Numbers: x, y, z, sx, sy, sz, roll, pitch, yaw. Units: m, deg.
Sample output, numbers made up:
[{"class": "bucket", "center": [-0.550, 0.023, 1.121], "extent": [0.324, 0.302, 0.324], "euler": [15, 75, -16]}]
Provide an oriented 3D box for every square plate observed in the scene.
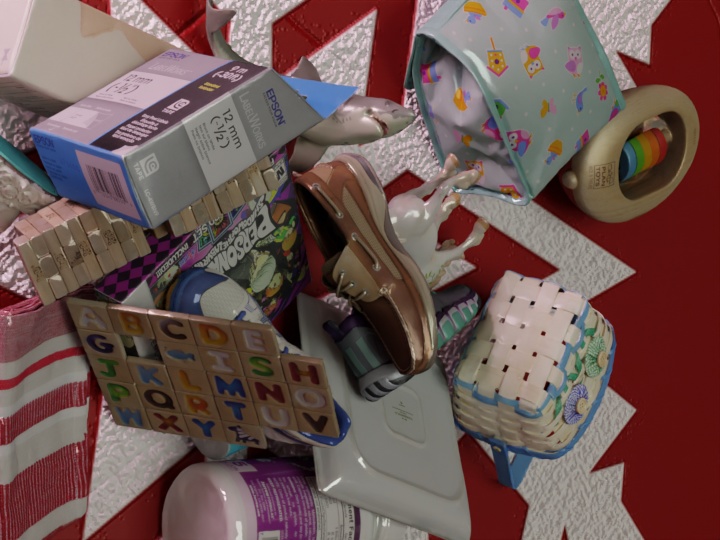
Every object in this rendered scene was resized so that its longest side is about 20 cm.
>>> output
[{"class": "square plate", "center": [0.027, 0.129, 1.530], "extent": [0.200, 0.028, 0.198], "euler": [27, 44, -42]}]

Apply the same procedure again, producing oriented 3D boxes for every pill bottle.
[{"class": "pill bottle", "center": [-0.061, 0.215, 1.483], "extent": [0.200, 0.112, 0.112], "euler": [2, 92, -40]}]

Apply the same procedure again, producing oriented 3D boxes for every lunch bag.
[{"class": "lunch bag", "center": [0.135, -0.189, 1.608], "extent": [0.170, 0.122, 0.200], "euler": [-45, 125, -27]}]

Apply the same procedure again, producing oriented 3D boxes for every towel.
[{"class": "towel", "center": [-0.243, 0.116, 1.322], "extent": [0.144, 0.023, 0.200], "euler": [-31, 126, -71]}]

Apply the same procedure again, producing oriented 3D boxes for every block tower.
[{"class": "block tower", "center": [-0.166, -0.048, 1.304], "extent": [0.200, 0.058, 0.054], "euler": [-28, 114, -16]}]

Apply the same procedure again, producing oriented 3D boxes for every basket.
[{"class": "basket", "center": [0.166, 0.106, 1.655], "extent": [0.177, 0.139, 0.200], "euler": [-65, 162, -17]}]

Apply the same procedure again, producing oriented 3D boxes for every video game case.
[{"class": "video game case", "center": [-0.123, 0.010, 1.414], "extent": [0.200, 0.036, 0.181], "euler": [-47, 150, -27]}]

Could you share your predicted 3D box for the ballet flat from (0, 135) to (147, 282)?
[{"class": "ballet flat", "center": [-0.250, -0.044, 1.340], "extent": [0.200, 0.072, 0.072], "euler": [36, 71, -35]}]

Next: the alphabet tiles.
[{"class": "alphabet tiles", "center": [-0.117, 0.087, 1.342], "extent": [0.167, 0.200, 0.008], "euler": [79, 23, -50]}]

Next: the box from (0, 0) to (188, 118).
[{"class": "box", "center": [-0.202, -0.150, 1.351], "extent": [0.200, 0.095, 0.078], "euler": [23, 79, -40]}]

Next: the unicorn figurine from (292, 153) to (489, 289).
[{"class": "unicorn figurine", "center": [0.046, -0.044, 1.559], "extent": [0.137, 0.074, 0.200], "euler": [-40, 130, -17]}]

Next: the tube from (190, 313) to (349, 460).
[{"class": "tube", "center": [-0.064, 0.106, 1.514], "extent": [0.200, 0.050, 0.078], "euler": [-24, 108, -45]}]

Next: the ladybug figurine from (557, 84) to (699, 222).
[{"class": "ladybug figurine", "center": [0.263, -0.121, 1.739], "extent": [0.200, 0.072, 0.136], "euler": [-20, 120, -41]}]

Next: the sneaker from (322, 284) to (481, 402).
[{"class": "sneaker", "center": [0.040, 0.036, 1.534], "extent": [0.088, 0.074, 0.200], "euler": [53, 32, -2]}]

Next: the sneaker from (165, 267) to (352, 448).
[{"class": "sneaker", "center": [-0.074, 0.069, 1.371], "extent": [0.075, 0.088, 0.200], "euler": [-57, 132, -20]}]

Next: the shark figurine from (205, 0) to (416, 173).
[{"class": "shark figurine", "center": [-0.068, -0.172, 1.487], "extent": [0.214, 0.128, 0.090], "euler": [33, 46, -18]}]

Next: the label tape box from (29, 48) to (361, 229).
[{"class": "label tape box", "center": [-0.121, -0.116, 1.265], "extent": [0.200, 0.143, 0.066], "euler": [-36, 120, -25]}]

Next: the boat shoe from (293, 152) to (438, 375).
[{"class": "boat shoe", "center": [0.000, 0.000, 1.442], "extent": [0.072, 0.076, 0.200], "euler": [-17, 73, -28]}]
